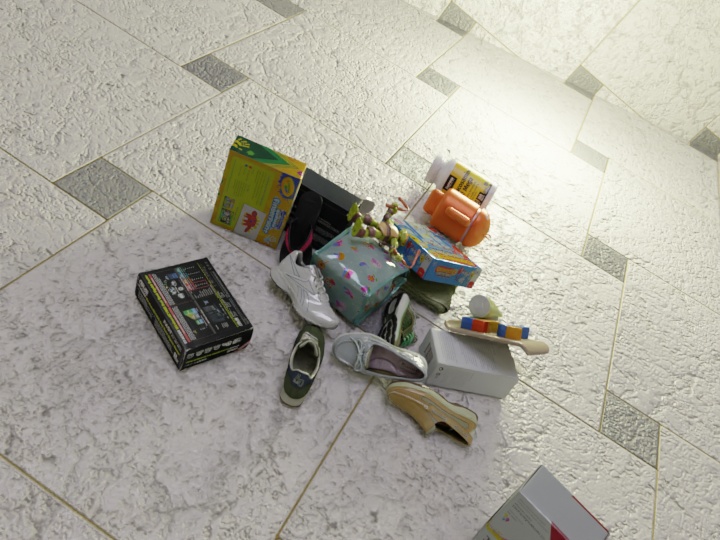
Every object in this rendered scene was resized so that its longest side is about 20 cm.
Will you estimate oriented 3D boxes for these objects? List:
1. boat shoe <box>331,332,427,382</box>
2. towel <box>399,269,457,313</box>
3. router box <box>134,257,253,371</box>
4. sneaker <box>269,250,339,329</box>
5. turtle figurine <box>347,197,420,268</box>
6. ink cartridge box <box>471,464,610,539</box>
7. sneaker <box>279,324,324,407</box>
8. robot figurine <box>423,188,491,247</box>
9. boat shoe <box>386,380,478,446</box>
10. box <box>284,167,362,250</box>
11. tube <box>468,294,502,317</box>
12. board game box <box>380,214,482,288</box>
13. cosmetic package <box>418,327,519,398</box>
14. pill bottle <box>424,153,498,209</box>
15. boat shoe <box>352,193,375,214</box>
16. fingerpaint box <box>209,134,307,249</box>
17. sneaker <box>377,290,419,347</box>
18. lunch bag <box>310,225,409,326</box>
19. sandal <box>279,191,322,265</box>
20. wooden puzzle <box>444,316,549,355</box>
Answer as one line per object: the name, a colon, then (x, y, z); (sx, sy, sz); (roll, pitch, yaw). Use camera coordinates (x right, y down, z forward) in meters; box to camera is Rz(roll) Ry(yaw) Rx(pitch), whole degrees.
boat shoe: (0.038, 0.176, 1.336); (0.198, 0.076, 0.065); (19, 4, 2)
towel: (0.140, 0.016, 1.626); (0.197, 0.037, 0.149); (29, 37, 3)
router box: (-0.316, 0.077, 1.273); (0.148, 0.063, 0.201); (-14, 55, -41)
sneaker: (-0.108, 0.040, 1.401); (0.200, 0.087, 0.074); (47, 14, 21)
turtle figurine: (0.048, -0.096, 1.502); (0.159, 0.064, 0.204); (17, 52, -28)
ink cartridge box: (0.288, 0.445, 1.111); (0.146, 0.202, 0.082); (43, 44, 21)
sneaker: (-0.099, 0.159, 1.286); (0.066, 0.091, 0.202); (22, 39, -4)
robot figurine: (0.266, -0.142, 1.809); (0.198, 0.145, 0.117); (33, 61, 9)
boat shoe: (0.138, 0.283, 1.312); (0.196, 0.072, 0.077); (23, 54, -4)
box: (-0.113, -0.145, 1.572); (0.197, 0.143, 0.079); (31, 39, 4)
tube: (0.295, 0.086, 1.584); (0.199, 0.051, 0.060); (8, 72, -72)
board game box: (0.163, -0.045, 1.610); (0.198, 0.057, 0.196); (10, 26, -46)
cosmetic package: (0.232, 0.200, 1.448); (0.196, 0.072, 0.103); (13, 39, -17)
pill bottle: (0.289, -0.250, 1.943); (0.198, 0.114, 0.113); (31, 39, 6)
boat shoe: (-0.061, -0.189, 1.701); (0.196, 0.075, 0.094); (-5, 56, -33)
fingerpaint box: (-0.227, -0.171, 1.487); (0.164, 0.202, 0.074); (21, 38, -6)
sneaker: (0.092, 0.135, 1.450); (0.088, 0.077, 0.202); (37, 42, -15)
lunch bag: (0.000, 0.000, 1.495); (0.169, 0.123, 0.199); (38, 42, 15)
sandal: (-0.134, -0.078, 1.476); (0.073, 0.205, 0.045); (13, -5, 7)
wooden puzzle: (0.303, 0.133, 1.472); (0.197, 0.047, 0.184); (16, 3, 31)
